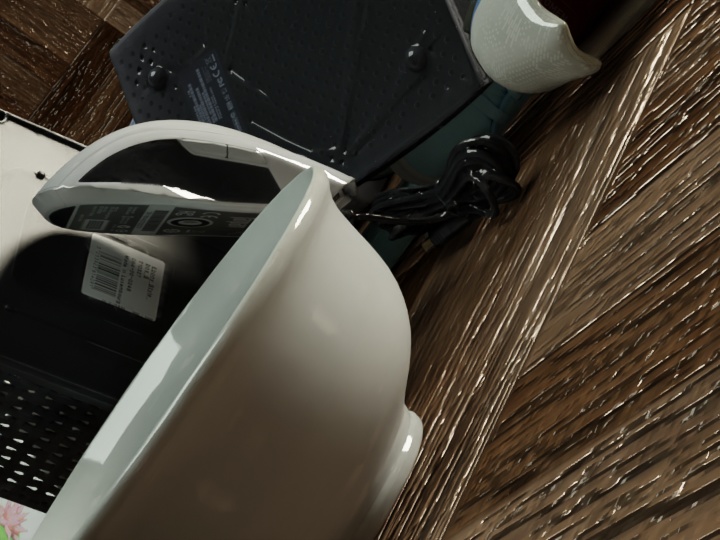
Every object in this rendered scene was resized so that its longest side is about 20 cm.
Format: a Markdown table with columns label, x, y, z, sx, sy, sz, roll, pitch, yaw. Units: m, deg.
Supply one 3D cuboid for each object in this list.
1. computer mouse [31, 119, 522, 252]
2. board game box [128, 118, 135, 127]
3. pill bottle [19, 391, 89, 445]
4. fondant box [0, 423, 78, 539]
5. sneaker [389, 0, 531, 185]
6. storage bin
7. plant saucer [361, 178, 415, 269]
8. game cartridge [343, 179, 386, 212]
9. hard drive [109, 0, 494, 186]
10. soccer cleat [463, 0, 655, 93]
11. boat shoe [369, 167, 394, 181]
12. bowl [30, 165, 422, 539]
| label | x | y | z | sx | sy | sz | roll | pitch | yaw |
| --- | --- | --- | --- | --- | --- | --- | --- | --- | --- |
| computer mouse | -0.039 | -0.040 | 0.796 | 0.110 | 0.200 | 0.044 | 150 | 122 | -71 |
| board game box | -0.087 | -0.054 | 1.039 | 0.200 | 0.062 | 0.200 | -7 | 60 | 58 |
| pill bottle | -0.219 | 0.107 | 0.983 | 0.200 | 0.113 | 0.113 | -29 | 2 | -13 |
| fondant box | -0.187 | 0.186 | 0.879 | 0.200 | 0.058 | 0.144 | -51 | 44 | 7 |
| sneaker | 0.076 | -0.128 | 0.877 | 0.200 | 0.074 | 0.082 | -59 | 12 | 0 |
| storage bin | -0.120 | 0.030 | 0.835 | 0.094 | 0.200 | 0.135 | -47 | 28 | 41 |
| plant saucer | 0.000 | 0.000 | 0.989 | 0.200 | 0.019 | 0.070 | -52 | 8 | 12 |
| game cartridge | -0.013 | -0.076 | 1.273 | 0.133 | 0.040 | 0.200 | -35 | 19 | 40 |
| hard drive | -0.028 | -0.097 | 0.888 | 0.200 | 0.135 | 0.042 | -30 | -13 | 37 |
| soccer cleat | 0.122 | -0.159 | 0.795 | 0.200 | 0.070 | 0.086 | -59 | 24 | -11 |
| boat shoe | 0.042 | -0.121 | 1.071 | 0.201 | 0.072 | 0.061 | -54 | -1 | -24 |
| bowl | -0.040 | 0.068 | 0.671 | 0.201 | 0.090 | 0.201 | -53 | 7 | 10 |
